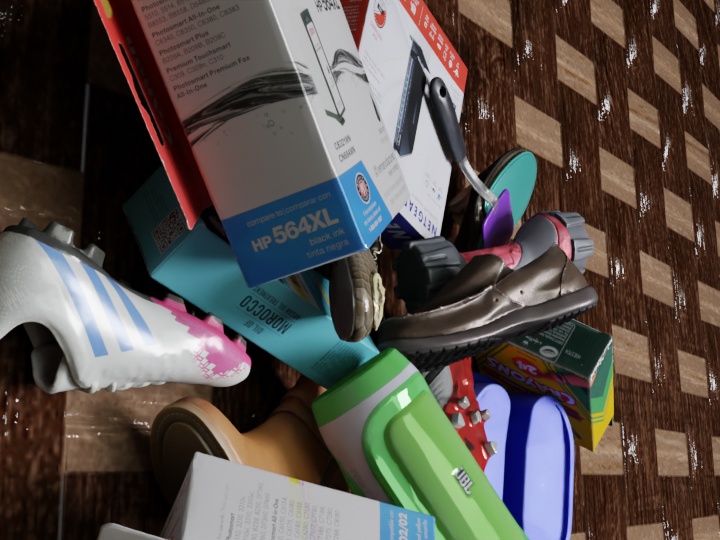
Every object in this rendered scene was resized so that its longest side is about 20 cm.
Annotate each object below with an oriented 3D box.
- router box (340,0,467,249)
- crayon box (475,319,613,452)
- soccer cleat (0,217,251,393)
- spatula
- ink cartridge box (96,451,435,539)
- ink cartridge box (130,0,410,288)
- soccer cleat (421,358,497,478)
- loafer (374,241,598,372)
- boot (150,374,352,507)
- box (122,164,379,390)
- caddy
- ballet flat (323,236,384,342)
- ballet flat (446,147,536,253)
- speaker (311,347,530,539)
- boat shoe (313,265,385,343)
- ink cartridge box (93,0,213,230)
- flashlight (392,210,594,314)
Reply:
[{"bbox_3d":[0.021,-0.136,0.830,0.200,0.048,0.182,38,58,-57],"label":"router box"},{"bbox_3d":[0.178,0.104,0.966,0.051,0.126,0.201,-56,151,-19],"label":"crayon box"},{"bbox_3d":[-0.153,0.045,0.622,0.199,0.069,0.087,36,70,-41],"label":"soccer cleat"},{"bbox_3d":[0.099,-0.088,0.896,0.057,0.020,0.201,-54,131,-29],"label":"spatula"},{"bbox_3d":[-0.065,0.183,0.613,0.198,0.116,0.068,18,38,-13],"label":"ink cartridge box"},{"bbox_3d":[-0.050,-0.112,0.623,0.146,0.083,0.202,-51,123,-68],"label":"ink cartridge box"},{"bbox_3d":[0.061,0.114,0.842,0.068,0.085,0.202,39,34,-35],"label":"soccer cleat"},{"bbox_3d":[0.093,0.027,0.804,0.198,0.073,0.072,-14,75,-26],"label":"loafer"},{"bbox_3d":[-0.063,0.124,0.718,0.155,0.073,0.201,-60,139,-42],"label":"boot"},{"bbox_3d":[-0.073,0.009,0.711,0.200,0.049,0.083,39,12,-44],"label":"box"},{"bbox_3d":[0.113,0.192,0.917,0.140,0.105,0.203,15,73,-29],"label":"caddy"},{"bbox_3d":[0.000,0.000,0.719,0.200,0.046,0.068,-110,-155,-76],"label":"ballet flat"},{"bbox_3d":[0.112,-0.040,0.989,0.068,0.068,0.202,50,54,-40],"label":"ballet flat"},{"bbox_3d":[0.049,0.158,0.707,0.201,0.088,0.088,56,38,1],"label":"speaker"},{"bbox_3d":[0.001,0.038,0.834,0.067,0.056,0.203,0,83,-54],"label":"boat shoe"},{"bbox_3d":[-0.109,-0.125,0.639,0.200,0.050,0.163,-107,176,-76],"label":"ink cartridge box"},{"bbox_3d":[0.117,-0.013,0.882,0.198,0.068,0.068,-7,44,-36],"label":"flashlight"}]
